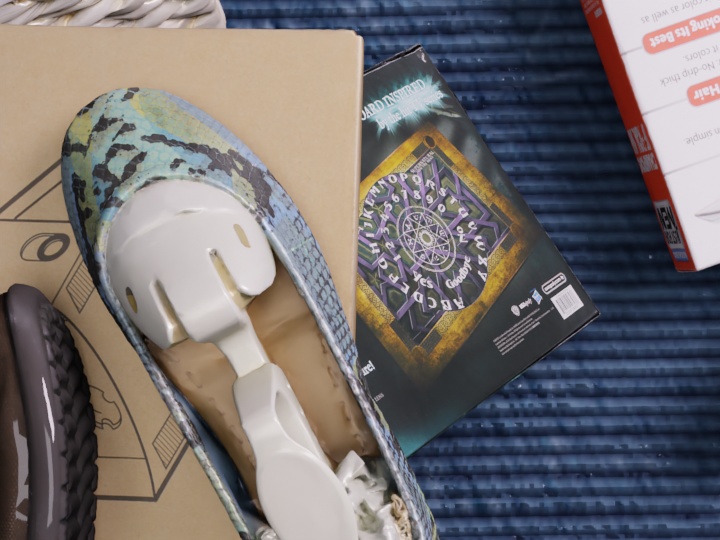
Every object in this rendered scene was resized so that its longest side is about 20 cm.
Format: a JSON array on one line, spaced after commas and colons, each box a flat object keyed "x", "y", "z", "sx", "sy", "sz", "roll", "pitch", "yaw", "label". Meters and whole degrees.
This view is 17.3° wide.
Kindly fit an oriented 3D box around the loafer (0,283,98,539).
[{"x": -0.124, "y": 0.104, "z": 0.748, "sx": 0.071, "sy": 0.073, "sz": 0.200, "roll": 2, "pitch": 92, "yaw": 2, "label": "loafer"}]

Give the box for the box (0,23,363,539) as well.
[{"x": -0.083, "y": 0.018, "z": 0.792, "sx": 0.163, "sy": 0.021, "sz": 0.200, "roll": 2, "pitch": 92, "yaw": 4, "label": "box"}]

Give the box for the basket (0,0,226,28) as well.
[{"x": -0.161, "y": -0.124, "z": 0.891, "sx": 0.200, "sy": 0.123, "sz": 0.136, "roll": -24, "pitch": 62, "yaw": 2, "label": "basket"}]

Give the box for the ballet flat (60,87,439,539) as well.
[{"x": -0.033, "y": 0.029, "z": 0.744, "sx": 0.074, "sy": 0.074, "sz": 0.200, "roll": -32, "pitch": 90, "yaw": 1, "label": "ballet flat"}]

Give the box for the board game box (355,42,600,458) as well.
[{"x": 0.000, "y": 0.000, "z": 0.886, "sx": 0.028, "sy": 0.200, "sz": 0.135, "roll": -35, "pitch": 87, "yaw": 39, "label": "board game box"}]

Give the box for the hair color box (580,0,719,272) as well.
[{"x": 0.147, "y": -0.110, "z": 0.940, "sx": 0.111, "sy": 0.064, "sz": 0.200, "roll": -19, "pitch": 90, "yaw": -1, "label": "hair color box"}]
